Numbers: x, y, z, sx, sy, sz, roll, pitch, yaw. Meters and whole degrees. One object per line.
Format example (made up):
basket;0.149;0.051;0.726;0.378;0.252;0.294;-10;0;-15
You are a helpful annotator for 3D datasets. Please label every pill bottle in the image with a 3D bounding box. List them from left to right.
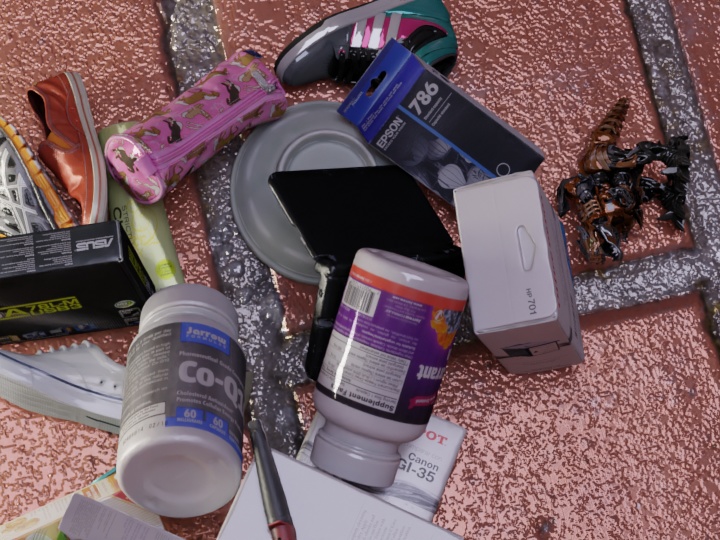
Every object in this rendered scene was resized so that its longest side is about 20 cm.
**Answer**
pill bottle;-0.161;0.115;1.616;0.112;0.114;0.201;3;44;-5
pill bottle;0.020;0.090;1.614;0.110;0.111;0.202;17;96;-1

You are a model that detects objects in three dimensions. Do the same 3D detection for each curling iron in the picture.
curling iron;-0.076;0.226;1.504;0.049;0.026;0.202;-6;76;-8

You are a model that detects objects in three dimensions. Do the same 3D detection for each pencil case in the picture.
pencil case;-0.164;-0.143;1.759;0.083;0.087;0.200;40;55;17

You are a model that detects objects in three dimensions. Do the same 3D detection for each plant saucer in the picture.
plant saucer;-0.035;-0.087;1.803;0.198;0.050;0.202;2;73;-5

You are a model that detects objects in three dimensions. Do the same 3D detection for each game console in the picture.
game console;0.000;0.000;1.727;0.199;0.116;0.178;-7;113;-45

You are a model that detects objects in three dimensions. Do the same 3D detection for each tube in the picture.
tube;-0.222;-0.049;1.774;0.052;0.058;0.202;0;74;-47

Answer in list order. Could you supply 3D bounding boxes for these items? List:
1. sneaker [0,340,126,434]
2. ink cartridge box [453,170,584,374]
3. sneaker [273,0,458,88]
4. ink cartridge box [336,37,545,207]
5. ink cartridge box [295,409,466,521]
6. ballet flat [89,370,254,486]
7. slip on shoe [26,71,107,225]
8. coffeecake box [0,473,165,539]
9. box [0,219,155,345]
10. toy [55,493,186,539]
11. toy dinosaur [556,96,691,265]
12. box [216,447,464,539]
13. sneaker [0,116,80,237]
sneaker;-0.285;0.104;1.717;0.198;0.073;0.071;20;63;-9
ink cartridge box;0.157;0.007;1.710;0.085;0.200;0.148;-11;73;13
sneaker;0.020;-0.208;1.832;0.199;0.084;0.121;-25;68;-14
ink cartridge box;0.081;-0.137;1.789;0.199;0.039;0.100;35;105;-10
ink cartridge box;-0.001;0.220;1.698;0.145;0.083;0.201;22;73;2
ballet flat;-0.169;0.178;1.704;0.199;0.070;0.070;-38;80;-6
slip on shoe;-0.290;-0.112;1.760;0.061;0.074;0.201;-10;60;-17
coffeecake box;-0.266;0.295;1.627;0.198;0.073;0.155;-24;101;-12
box;-0.302;0.017;1.656;0.198;0.193;0.048;-8;74;0
toy;-0.185;0.278;1.581;0.198;0.047;0.116;24;107;-10
toy dinosaur;0.271;-0.098;1.819;0.134;0.102;0.202;2;76;8
box;-0.021;0.248;1.580;0.198;0.124;0.098;25;75;3
sneaker;-0.339;-0.070;1.755;0.077;0.078;0.201;-31;77;-3
